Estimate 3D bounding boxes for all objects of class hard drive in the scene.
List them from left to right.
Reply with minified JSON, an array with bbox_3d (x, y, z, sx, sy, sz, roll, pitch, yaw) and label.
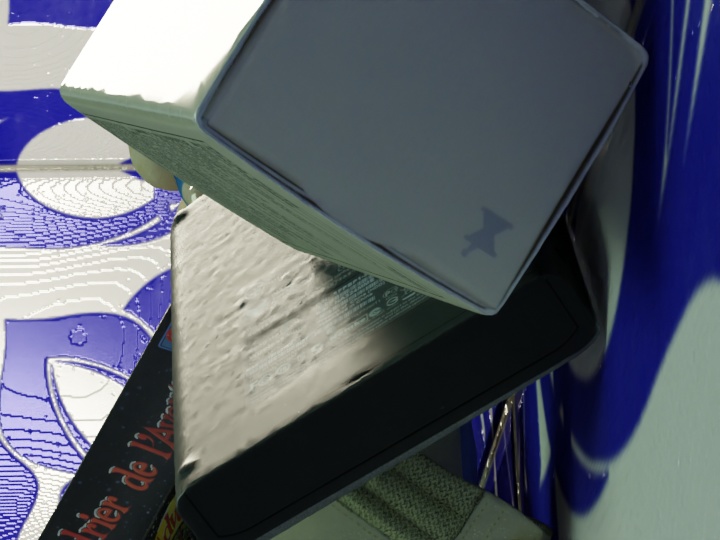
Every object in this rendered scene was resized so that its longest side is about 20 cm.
[{"bbox_3d":[0.000,0.000,0.922,0.033,0.139,0.200,53,-168,-24],"label":"hard drive"}]

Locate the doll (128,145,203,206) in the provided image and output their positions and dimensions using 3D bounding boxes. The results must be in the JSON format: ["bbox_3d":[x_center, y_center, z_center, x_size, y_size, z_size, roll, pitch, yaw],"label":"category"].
[{"bbox_3d":[-0.053,-0.083,1.087,0.200,0.048,0.137,132,141,-59],"label":"doll"}]

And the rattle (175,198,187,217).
[{"bbox_3d":[-0.012,0.042,1.211,0.200,0.130,0.143,89,165,-47],"label":"rattle"}]

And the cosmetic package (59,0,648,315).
[{"bbox_3d":[-0.009,-0.057,0.815,0.087,0.103,0.200,-57,18,-4],"label":"cosmetic package"}]

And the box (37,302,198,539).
[{"bbox_3d":[-0.093,0.131,1.055,0.137,0.038,0.200,92,-160,-51],"label":"box"}]

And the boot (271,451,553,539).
[{"bbox_3d":[0.020,0.150,0.921,0.155,0.200,0.072,-51,7,-7],"label":"boot"}]

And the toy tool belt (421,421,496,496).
[{"bbox_3d":[-0.003,0.088,1.057,0.123,0.124,0.201,109,162,-53],"label":"toy tool belt"}]
